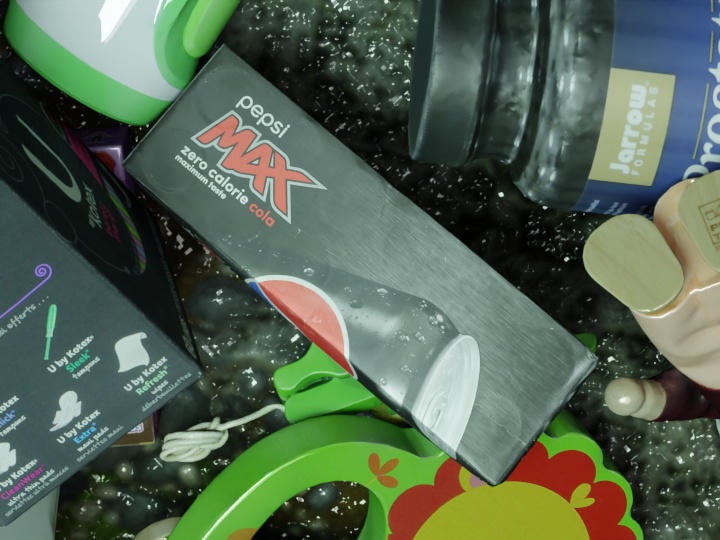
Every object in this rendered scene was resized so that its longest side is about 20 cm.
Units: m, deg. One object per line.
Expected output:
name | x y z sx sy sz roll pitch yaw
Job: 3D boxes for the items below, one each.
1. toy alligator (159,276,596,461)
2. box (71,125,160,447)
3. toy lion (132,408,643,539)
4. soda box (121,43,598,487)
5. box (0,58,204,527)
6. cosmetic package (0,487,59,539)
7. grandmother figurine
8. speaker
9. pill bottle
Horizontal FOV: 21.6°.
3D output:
toy alligator | 0.004 0.037 0.835 0.198 0.059 0.055 -13 67 2
box | -0.193 0.015 0.825 0.198 0.039 0.138 -5 107 -1
toy lion | 0.024 0.131 0.844 0.200 0.069 0.192 39 98 -30
soda box | 0.000 0.000 0.773 0.200 0.063 0.071 40 86 8
box | -0.164 -0.021 0.700 0.106 0.123 0.200 -37 128 8
cosmetic package | -0.245 0.142 0.764 0.164 0.165 0.200 32 116 -24
grandmother figurine | 0.159 0.028 0.785 0.120 0.061 0.200 -17 149 13
speaker | -0.061 -0.160 0.752 0.088 0.089 0.201 32 103 -11
pill bottle | 0.123 -0.076 0.772 0.198 0.112 0.113 6 107 -4
